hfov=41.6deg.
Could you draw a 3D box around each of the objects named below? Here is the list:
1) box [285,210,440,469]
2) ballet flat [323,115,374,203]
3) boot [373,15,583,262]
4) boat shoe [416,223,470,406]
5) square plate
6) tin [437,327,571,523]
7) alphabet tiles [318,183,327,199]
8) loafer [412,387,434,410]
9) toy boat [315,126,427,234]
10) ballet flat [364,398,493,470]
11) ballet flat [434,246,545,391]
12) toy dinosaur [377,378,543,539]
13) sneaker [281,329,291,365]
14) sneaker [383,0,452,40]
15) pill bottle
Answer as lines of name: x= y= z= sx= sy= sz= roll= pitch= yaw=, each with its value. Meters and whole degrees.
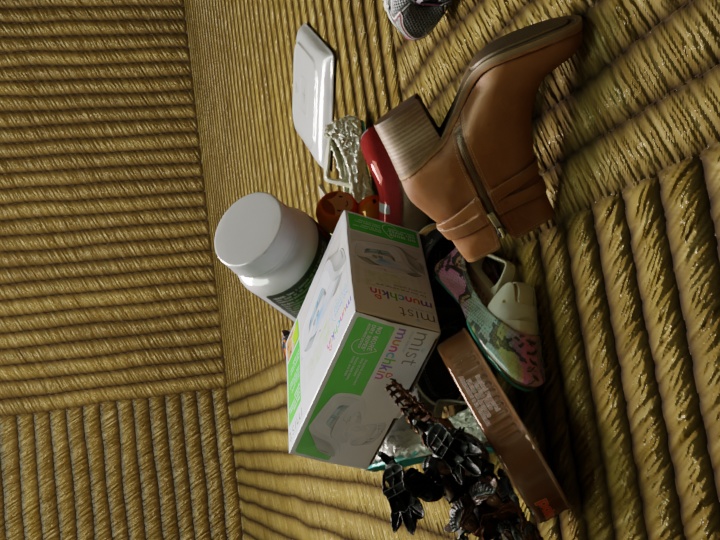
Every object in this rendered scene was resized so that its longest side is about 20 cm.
box: x=-0.003 y=0.074 z=1.001 sx=0.177 sy=0.096 sz=0.201 roll=-96 pitch=26 yaw=-53
ballet flat: x=-0.017 y=-0.116 z=1.322 sx=0.072 sy=0.071 sz=0.201 roll=139 pitch=123 yaw=-70
boot: x=0.129 y=-0.109 z=0.807 sx=0.155 sy=0.199 sz=0.074 roll=55 pitch=-156 yaw=-15
boat shoe: x=0.087 y=0.049 z=1.029 sx=0.062 sy=0.074 sz=0.202 roll=-167 pitch=77 yaw=-80
square plate: x=-0.083 y=-0.291 z=1.588 sx=0.198 sy=0.028 sz=0.201 roll=-122 pitch=31 yaw=-56
tin: x=0.128 y=0.140 z=0.874 sx=0.200 sy=0.042 sz=0.112 roll=62 pitch=179 yaw=42
alphabet tiles: x=0.000 y=0.000 z=1.280 sx=0.201 sy=0.008 sz=0.167 roll=57 pitch=168 yaw=24
loafer: x=0.062 y=0.115 z=1.142 sx=0.070 sy=0.070 sz=0.201 roll=45 pitch=-141 yaw=-50
toy boat: x=0.013 y=-0.068 z=1.107 sx=0.131 sy=0.130 sz=0.201 roll=-84 pitch=-4 yaw=-69
ballet flat: x=0.080 y=0.174 z=1.019 sx=0.199 sy=0.071 sz=0.072 roll=-19 pitch=74 yaw=41
ballet flat: x=0.130 y=0.028 z=0.908 sx=0.071 sy=0.069 sz=0.200 roll=-59 pitch=31 yaw=20
toy dinosaur: x=0.082 y=0.187 z=0.865 sx=0.199 sy=0.135 sz=0.103 roll=28 pitch=97 yaw=31
sneaker: x=-0.059 y=0.082 z=1.412 sx=0.078 sy=0.111 sz=0.201 roll=170 pitch=112 yaw=-87
sneaker: x=0.075 y=-0.299 z=0.945 sx=0.200 sy=0.080 sz=0.075 roll=115 pitch=144 yaw=-60
pill bottle: x=-0.077 y=-0.005 z=1.145 sx=0.200 sy=0.113 sz=0.114 roll=41 pitch=-156 yaw=-49
